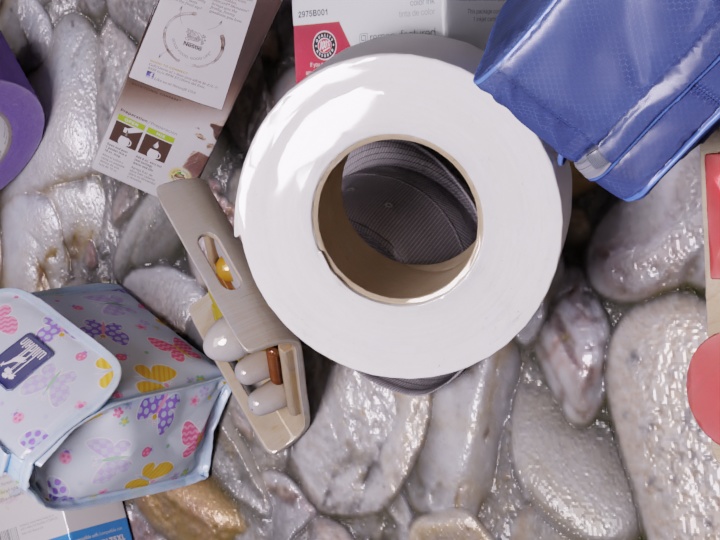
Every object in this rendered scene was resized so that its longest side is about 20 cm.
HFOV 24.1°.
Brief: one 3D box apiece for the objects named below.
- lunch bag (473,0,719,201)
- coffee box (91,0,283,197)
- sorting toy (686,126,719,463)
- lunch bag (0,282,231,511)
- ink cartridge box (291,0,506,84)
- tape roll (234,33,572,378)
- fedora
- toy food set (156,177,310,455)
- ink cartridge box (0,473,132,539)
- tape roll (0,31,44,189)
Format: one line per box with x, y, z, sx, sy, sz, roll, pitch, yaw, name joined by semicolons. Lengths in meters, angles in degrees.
0.162;-0.135;0.920;0.132;0.136;0.200;35;123;-8;lunch bag
-0.116;-0.162;1.210;0.113;0.079;0.201;-79;15;-50;coffee box
0.263;0.020;0.913;0.199;0.069;0.201;2;97;44;sorting toy
-0.227;0.095;1.321;0.169;0.199;0.128;35;119;37;lunch bag
0.027;-0.219;1.104;0.145;0.082;0.202;3;98;45;ink cartridge box
0.027;-0.040;1.029;0.201;0.071;0.204;4;109;11;tape roll
0.000;0.000;1.156;0.199;0.090;0.178;31;117;38;fedora
-0.098;0.039;1.227;0.144;0.060;0.200;58;166;23;toy food set
-0.275;0.174;1.474;0.116;0.067;0.202;-22;81;44;ink cartridge box
-0.377;-0.126;1.438;0.200;0.199;0.085;-49;63;37;tape roll
